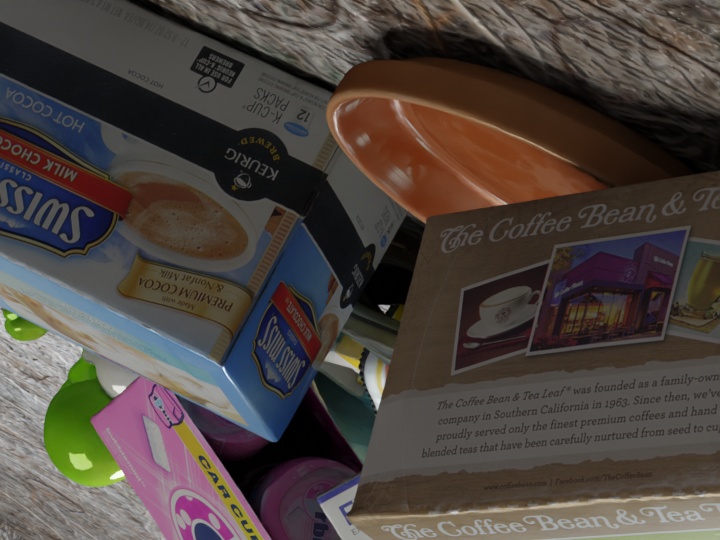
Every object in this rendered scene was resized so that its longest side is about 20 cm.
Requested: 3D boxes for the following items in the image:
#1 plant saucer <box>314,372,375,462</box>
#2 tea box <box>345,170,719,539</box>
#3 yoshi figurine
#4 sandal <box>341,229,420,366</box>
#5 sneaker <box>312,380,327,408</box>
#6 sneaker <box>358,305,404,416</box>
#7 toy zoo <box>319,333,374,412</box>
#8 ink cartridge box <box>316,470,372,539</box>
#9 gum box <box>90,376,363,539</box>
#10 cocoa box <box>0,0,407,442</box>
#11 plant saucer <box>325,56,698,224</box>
[{"bbox_3d":[-0.034,0.090,1.775,0.201,0.039,0.201,28,-164,-9],"label":"plant saucer"},{"bbox_3d":[0.139,0.069,1.071,0.199,0.134,0.197,-9,144,40],"label":"tea box"},{"bbox_3d":[-0.164,0.039,1.656,0.200,0.112,0.112,56,134,17],"label":"yoshi figurine"},{"bbox_3d":[-0.001,-0.001,1.426,0.201,0.057,0.080,39,-179,36],"label":"sandal"},{"bbox_3d":[-0.076,0.030,1.699,0.200,0.075,0.081,34,136,59],"label":"sneaker"},{"bbox_3d":[0.061,0.076,1.541,0.090,0.070,0.200,28,166,22],"label":"sneaker"},{"bbox_3d":[0.042,0.079,1.717,0.200,0.021,0.131,38,166,-35],"label":"toy zoo"},{"bbox_3d":[0.113,0.140,1.337,0.200,0.197,0.047,61,-160,-1],"label":"ink cartridge box"},{"bbox_3d":[-0.039,0.126,1.435,0.200,0.066,0.113,56,153,2],"label":"gum box"},{"bbox_3d":[-0.102,-0.034,1.320,0.199,0.132,0.133,25,167,16],"label":"cocoa box"},{"bbox_3d":[0.080,-0.029,1.168,0.200,0.032,0.200,27,167,7],"label":"plant saucer"}]
